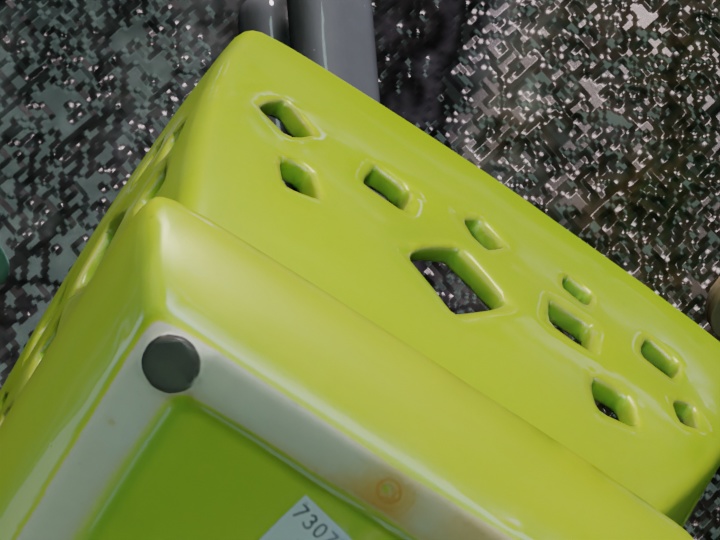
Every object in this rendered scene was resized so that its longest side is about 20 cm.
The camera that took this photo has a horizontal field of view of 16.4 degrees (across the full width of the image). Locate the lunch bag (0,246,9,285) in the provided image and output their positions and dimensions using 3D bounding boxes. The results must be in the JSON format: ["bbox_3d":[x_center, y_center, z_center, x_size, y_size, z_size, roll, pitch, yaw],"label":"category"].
[{"bbox_3d":[-0.235,0.003,0.767,0.199,0.122,0.171,31,74,4],"label":"lunch bag"}]

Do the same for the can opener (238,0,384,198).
[{"bbox_3d":[0.000,0.000,0.858,0.067,0.053,0.201,7,73,-43],"label":"can opener"}]

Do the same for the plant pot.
[{"bbox_3d":[-0.018,0.077,0.720,0.199,0.182,0.199,33,108,-3],"label":"plant pot"}]

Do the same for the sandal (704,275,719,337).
[{"bbox_3d":[0.200,-0.045,0.896,0.211,0.078,0.070,-24,58,-11],"label":"sandal"}]
